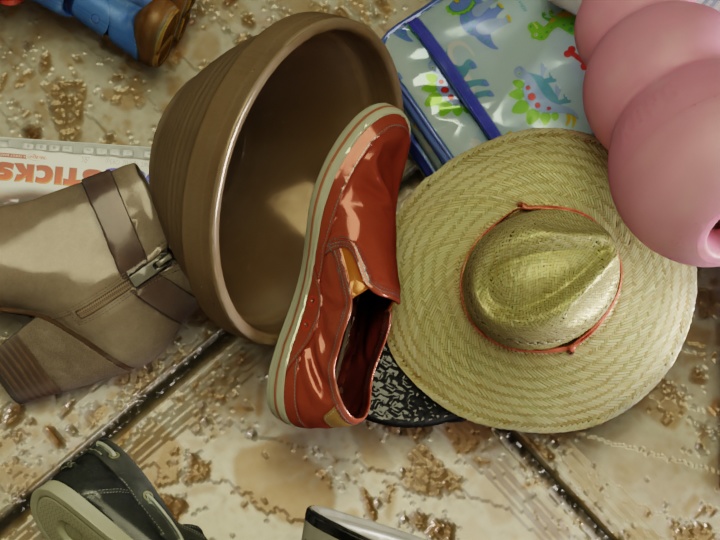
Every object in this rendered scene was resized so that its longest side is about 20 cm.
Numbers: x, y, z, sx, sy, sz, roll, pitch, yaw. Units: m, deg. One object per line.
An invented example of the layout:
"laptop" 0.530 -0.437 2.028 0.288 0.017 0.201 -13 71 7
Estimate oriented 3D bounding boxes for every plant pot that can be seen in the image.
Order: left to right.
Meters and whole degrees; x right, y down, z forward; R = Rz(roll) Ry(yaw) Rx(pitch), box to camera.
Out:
"plant pot" -0.064 -0.063 1.319 0.092 0.201 0.202 17 67 29

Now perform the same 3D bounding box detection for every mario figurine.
"mario figurine" -0.204 -0.213 1.419 0.199 0.123 0.107 22 88 0

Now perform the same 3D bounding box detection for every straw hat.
"straw hat" 0.108 0.005 1.302 0.199 0.085 0.203 0 84 0

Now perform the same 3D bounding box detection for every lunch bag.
"lunch bag" 0.111 -0.097 1.415 0.160 0.083 0.201 -29 73 -10

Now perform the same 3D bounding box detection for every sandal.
"sandal" 0.065 0.064 1.375 0.198 0.045 0.076 -1 74 -16

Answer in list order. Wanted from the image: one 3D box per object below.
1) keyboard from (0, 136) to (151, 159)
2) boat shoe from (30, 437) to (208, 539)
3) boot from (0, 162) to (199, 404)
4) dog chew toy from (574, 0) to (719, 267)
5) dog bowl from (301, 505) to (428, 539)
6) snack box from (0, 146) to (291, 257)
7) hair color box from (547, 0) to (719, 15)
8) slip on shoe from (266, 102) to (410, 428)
"keyboard" -0.143 -0.053 1.419 0.198 0.011 0.057 4 69 -2
"boat shoe" -0.105 0.183 1.304 0.200 0.072 0.068 43 48 7
"boot" -0.195 -0.019 1.348 0.146 0.070 0.201 -35 104 2
"dog chew toy" 0.188 -0.101 1.294 0.124 0.125 0.201 -17 56 -9
"dog bowl" 0.050 0.202 1.244 0.199 0.200 0.074 21 87 4
"snack box" -0.146 -0.035 1.397 0.198 0.024 0.073 5 82 -2
"hair color box" 0.226 -0.179 1.395 0.199 0.099 0.061 24 42 -22
"slip on shoe" 0.000 0.000 1.304 0.061 0.074 0.202 13 86 32
